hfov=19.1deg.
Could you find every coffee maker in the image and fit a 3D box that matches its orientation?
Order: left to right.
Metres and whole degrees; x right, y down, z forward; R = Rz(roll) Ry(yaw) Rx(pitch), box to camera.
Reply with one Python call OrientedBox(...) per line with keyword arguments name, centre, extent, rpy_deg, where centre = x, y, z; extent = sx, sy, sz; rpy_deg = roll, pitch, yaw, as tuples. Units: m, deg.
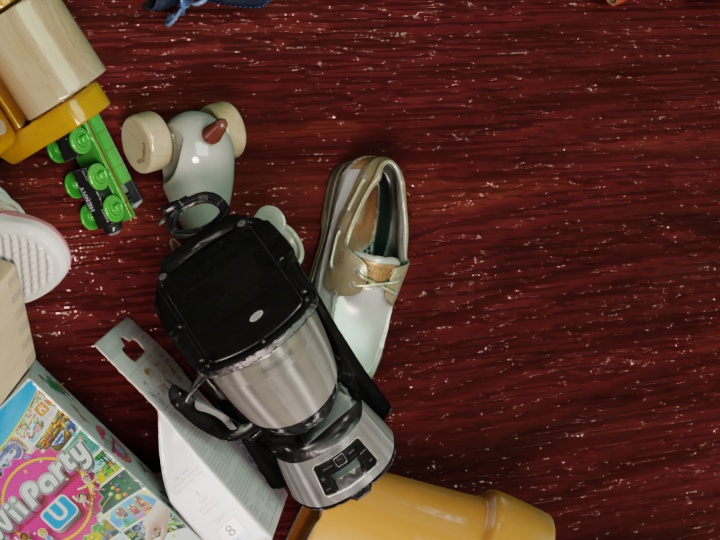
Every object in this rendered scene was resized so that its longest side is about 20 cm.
OrientedBox(name="coffee maker", centre=(-0.064, 0.061, 1.670), extent=(0.200, 0.134, 0.193), rpy_deg=(61, 18, -44))

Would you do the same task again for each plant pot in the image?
OrientedBox(name="plant pot", centre=(0.032, 0.249, 1.743), extent=(0.183, 0.200, 0.201), rpy_deg=(27, 70, -6))

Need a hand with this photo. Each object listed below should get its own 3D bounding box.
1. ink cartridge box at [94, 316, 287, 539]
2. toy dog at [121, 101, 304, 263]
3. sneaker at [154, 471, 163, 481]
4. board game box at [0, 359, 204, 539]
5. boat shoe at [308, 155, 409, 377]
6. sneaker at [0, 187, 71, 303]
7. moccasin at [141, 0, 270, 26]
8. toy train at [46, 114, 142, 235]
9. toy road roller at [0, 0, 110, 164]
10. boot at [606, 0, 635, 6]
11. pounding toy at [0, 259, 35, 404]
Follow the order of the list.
OrientedBox(name="ink cartridge box", centre=(-0.142, 0.133, 1.677), extent=(0.047, 0.160, 0.200), rpy_deg=(-42, 93, 7))
OrientedBox(name="toy dog", centre=(-0.115, -0.051, 1.742), extent=(0.132, 0.096, 0.201), rpy_deg=(-39, 105, -27))
OrientedBox(name="sneaker", centre=(-0.127, 0.258, 1.721), extent=(0.082, 0.074, 0.201), rpy_deg=(-1, 76, -60))
OrientedBox(name="board game box", centre=(-0.231, 0.189, 1.628), extent=(0.148, 0.064, 0.200), rpy_deg=(-44, 104, 6))
OrientedBox(name="boat shoe", centre=(0.000, 0.000, 1.819), extent=(0.074, 0.068, 0.201), rpy_deg=(7, 79, -28))
OrientedBox(name="sneaker", centre=(-0.271, -0.028, 1.604), extent=(0.076, 0.200, 0.105), rpy_deg=(56, 48, -22))
OrientedBox(name="moccasin", centre=(-0.168, -0.240, 1.764), extent=(0.199, 0.081, 0.069), rpy_deg=(11, 62, -14))
OrientedBox(name="toy train", centre=(-0.233, -0.124, 1.724), extent=(0.056, 0.042, 0.201), rpy_deg=(-38, 107, -48))
OrientedBox(name="toy road roller", centre=(-0.301, -0.123, 1.599), extent=(0.123, 0.199, 0.146), rpy_deg=(57, 40, -10))
OrientedBox(name="boot", centre=(0.275, -0.285, 2.020), extent=(0.199, 0.075, 0.108), rpy_deg=(23, 75, -16))
OrientedBox(name="pounding toy", centre=(-0.366, 0.084, 1.542), extent=(0.183, 0.143, 0.200), rpy_deg=(17, 49, 19))
